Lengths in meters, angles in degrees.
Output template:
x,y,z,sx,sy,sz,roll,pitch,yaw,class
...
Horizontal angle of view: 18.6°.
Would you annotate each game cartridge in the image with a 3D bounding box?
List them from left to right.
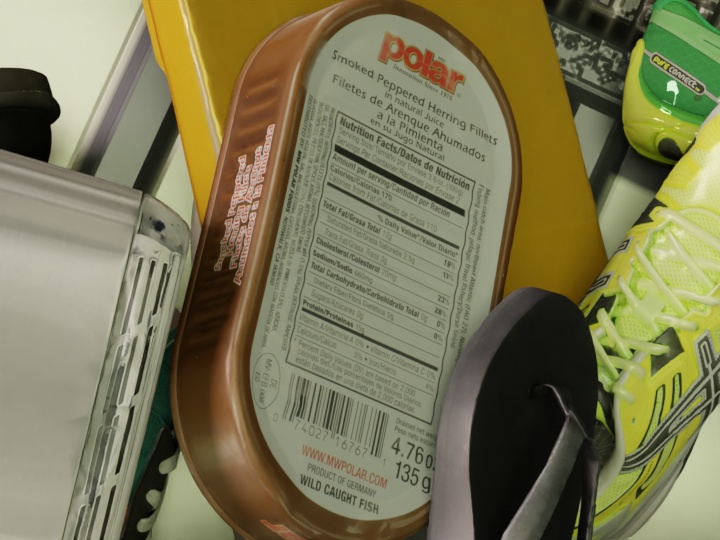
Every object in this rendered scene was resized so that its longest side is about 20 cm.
x,y,z,sx,sy,sz,roll,pitch,yaw,class
0.005,-0.069,0.819,0.176,0.032,0.201,-11,84,-40,game cartridge

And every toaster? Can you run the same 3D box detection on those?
x,y,z,sx,sy,sz,roll,pitch,yaw,class
-0.133,0.031,0.728,0.129,0.114,0.201,13,87,-7,toaster

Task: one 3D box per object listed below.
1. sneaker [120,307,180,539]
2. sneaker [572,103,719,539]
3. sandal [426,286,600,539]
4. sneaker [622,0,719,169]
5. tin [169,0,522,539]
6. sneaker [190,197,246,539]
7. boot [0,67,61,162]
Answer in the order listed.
x,y,z,sx,sy,sz,roll,pitch,yaw,class
-0.105,0.109,0.827,0.080,0.071,0.200,34,97,-5,sneaker
0.112,0.026,0.809,0.075,0.076,0.201,32,107,21,sneaker
0.052,0.103,0.731,0.043,0.076,0.201,-1,66,37,sandal
0.203,-0.077,0.855,0.199,0.074,0.084,2,91,-4,sneaker
0.000,0.000,0.756,0.112,0.042,0.201,27,64,-36,tin
-0.021,0.047,0.823,0.070,0.093,0.201,-8,88,-4,sneaker
-0.180,0.033,0.818,0.211,0.079,0.158,-28,82,6,boot
